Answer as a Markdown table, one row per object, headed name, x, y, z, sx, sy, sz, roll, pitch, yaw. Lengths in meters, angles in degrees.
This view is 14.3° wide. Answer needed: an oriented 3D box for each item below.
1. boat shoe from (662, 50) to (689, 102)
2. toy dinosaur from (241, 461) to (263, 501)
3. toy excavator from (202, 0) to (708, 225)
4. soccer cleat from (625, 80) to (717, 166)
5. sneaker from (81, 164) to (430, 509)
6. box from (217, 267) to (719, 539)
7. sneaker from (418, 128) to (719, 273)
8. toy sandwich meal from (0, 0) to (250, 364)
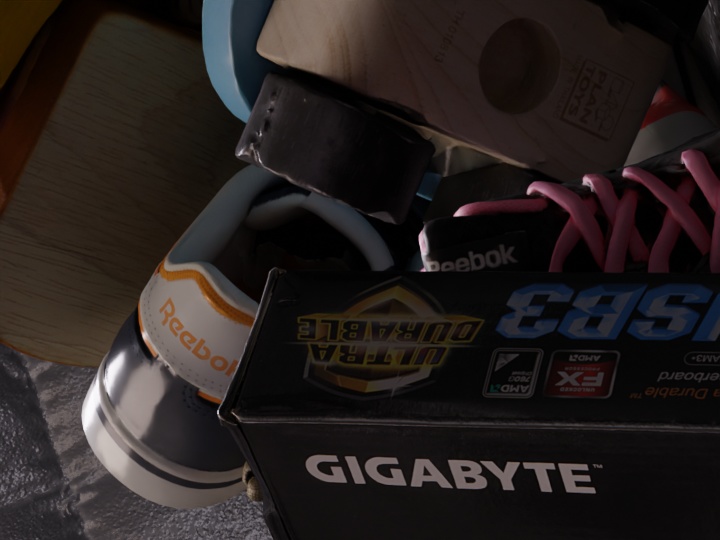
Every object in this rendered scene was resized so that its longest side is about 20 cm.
| name | x | y | z | sx | sy | sz | roll | pitch | yaw |
| --- | --- | --- | --- | --- | --- | --- | --- | --- | --- |
| boat shoe | 0.087 | -0.070 | 1.106 | 0.200 | 0.068 | 0.074 | 68 | 179 | -53 |
| toy dinosaur | 0.047 | 0.123 | 0.801 | 0.200 | 0.058 | 0.101 | 49 | -164 | -14 |
| toy excavator | 0.020 | -0.066 | 0.831 | 0.194 | 0.100 | 0.200 | 21 | -177 | -35 |
| soccer cleat | 0.122 | 0.004 | 1.063 | 0.085 | 0.069 | 0.200 | 58 | 175 | 25 |
| sneaker | 0.000 | 0.000 | 0.873 | 0.078 | 0.079 | 0.200 | 40 | -142 | 10 |
| box | 0.091 | 0.080 | 0.636 | 0.199 | 0.199 | 0.050 | 68 | -151 | -46 |
| sneaker | 0.063 | 0.004 | 0.638 | 0.095 | 0.200 | 0.079 | 20 | -128 | -36 |
| toy sandwich meal | -0.068 | -0.065 | 0.857 | 0.070 | 0.205 | 0.205 | 42 | 165 | 32 |
